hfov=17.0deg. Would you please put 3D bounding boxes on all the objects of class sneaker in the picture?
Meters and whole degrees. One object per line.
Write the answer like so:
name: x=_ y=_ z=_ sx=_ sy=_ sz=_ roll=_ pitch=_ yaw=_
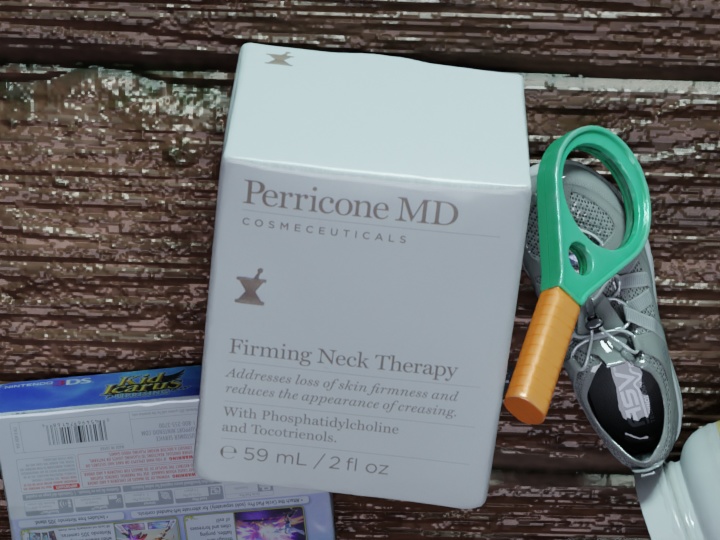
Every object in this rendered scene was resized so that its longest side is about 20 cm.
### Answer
sneaker: x=0.146 y=0.028 z=1.410 sx=0.075 sy=0.082 sz=0.200 roll=-23 pitch=106 yaw=9

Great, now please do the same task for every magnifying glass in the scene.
magnifying glass: x=0.117 y=0.001 z=1.340 sx=0.080 sy=0.200 sz=0.022 roll=42 pitch=140 yaw=-24

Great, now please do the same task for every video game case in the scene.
video game case: x=-0.116 y=0.148 z=1.489 sx=0.200 sy=0.045 sz=0.182 roll=-5 pitch=116 yaw=1

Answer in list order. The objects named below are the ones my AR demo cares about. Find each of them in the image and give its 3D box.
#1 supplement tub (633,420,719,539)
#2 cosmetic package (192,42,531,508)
supplement tub: x=0.279 y=0.143 z=1.443 sx=0.200 sy=0.145 sz=0.146 roll=-22 pitch=116 yaw=9
cosmetic package: x=0.000 y=0.000 z=1.347 sx=0.167 sy=0.166 sz=0.200 roll=6 pitch=117 yaw=-1
